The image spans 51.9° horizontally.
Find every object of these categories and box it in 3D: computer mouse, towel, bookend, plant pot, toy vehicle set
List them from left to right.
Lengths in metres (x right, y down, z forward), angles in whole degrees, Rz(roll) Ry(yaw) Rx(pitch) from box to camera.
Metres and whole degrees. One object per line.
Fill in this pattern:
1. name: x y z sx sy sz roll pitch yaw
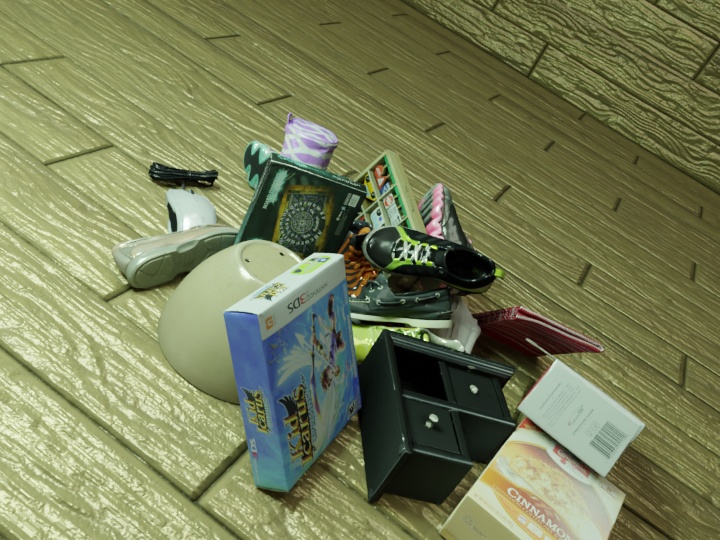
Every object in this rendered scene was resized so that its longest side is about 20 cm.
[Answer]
1. computer mouse: -0.249 -0.101 1.097 0.110 0.044 0.200 10 35 -31
2. plant pot: -0.128 0.043 0.893 0.200 0.135 0.200 21 32 -14
3. toy vehicle set: 0.037 -0.077 1.169 0.026 0.124 0.200 14 48 -41
4. bookend: 0.106 0.192 0.904 0.199 0.092 0.200 18 33 -18
5. towel: 0.255 0.097 1.117 0.144 0.023 0.200 24 -12 -9

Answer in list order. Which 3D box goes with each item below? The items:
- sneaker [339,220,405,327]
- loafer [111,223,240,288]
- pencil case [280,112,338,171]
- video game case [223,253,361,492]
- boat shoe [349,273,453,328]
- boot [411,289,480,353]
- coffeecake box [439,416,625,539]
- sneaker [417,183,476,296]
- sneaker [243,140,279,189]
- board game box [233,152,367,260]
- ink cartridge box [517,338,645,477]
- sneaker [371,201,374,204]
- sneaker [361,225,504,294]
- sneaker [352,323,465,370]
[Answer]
1. sneaker: 0.000 0.000 1.084 0.200 0.112 0.078 39 32 15
2. loafer: -0.233 -0.032 0.986 0.063 0.072 0.200 40 35 25
3. pencil case: -0.106 -0.129 1.115 0.085 0.200 0.084 25 20 -3
4. video game case: -0.064 0.103 0.804 0.045 0.200 0.181 3 21 27
5. boat shoe: 0.035 0.038 1.019 0.199 0.066 0.075 7 2 -10
6. boot: 0.140 0.069 1.152 0.096 0.074 0.200 32 38 -6
7. coffeecake box: 0.208 0.285 0.869 0.153 0.073 0.200 37 31 16
8. sneaker: 0.138 -0.044 1.153 0.095 0.079 0.200 16 55 -25
9. sneaker: -0.101 -0.146 1.266 0.200 0.078 0.140 51 34 16
10. board game box: -0.093 -0.047 0.991 0.135 0.200 0.028 18 28 -19
11. ink cartridge box: 0.274 0.177 0.997 0.176 0.084 0.200 38 3 17
12. sneaker: 0.097 -0.056 1.233 0.200 0.070 0.109 38 -2 14
13. sneaker: 0.102 -0.023 1.028 0.200 0.072 0.083 14 -13 -1
14. sneaker: 0.050 0.100 1.005 0.200 0.076 0.075 13 45 -22
